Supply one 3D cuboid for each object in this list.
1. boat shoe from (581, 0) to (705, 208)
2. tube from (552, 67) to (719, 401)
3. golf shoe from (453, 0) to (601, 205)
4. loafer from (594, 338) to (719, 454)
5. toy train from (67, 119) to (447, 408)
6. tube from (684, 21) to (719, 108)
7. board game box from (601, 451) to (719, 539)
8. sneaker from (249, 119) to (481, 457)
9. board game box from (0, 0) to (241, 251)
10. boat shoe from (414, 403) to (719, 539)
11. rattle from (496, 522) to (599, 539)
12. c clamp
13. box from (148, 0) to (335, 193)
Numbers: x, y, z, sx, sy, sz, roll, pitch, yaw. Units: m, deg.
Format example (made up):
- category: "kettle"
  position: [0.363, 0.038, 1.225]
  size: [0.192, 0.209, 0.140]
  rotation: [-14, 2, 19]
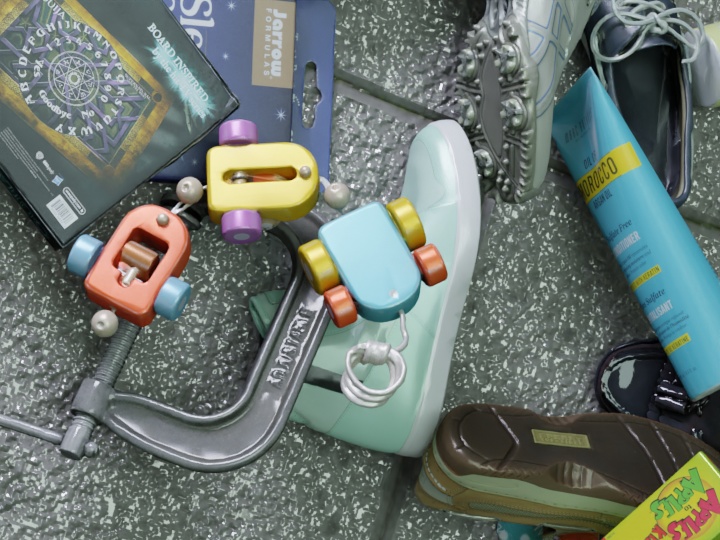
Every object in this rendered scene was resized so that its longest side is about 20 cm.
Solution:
- category: "boat shoe"
  position: [0.170, -0.133, 1.598]
  size: [0.075, 0.062, 0.201]
  rotation: [-1, 89, -21]
- category: "tube"
  position: [0.172, -0.021, 1.557]
  size: [0.050, 0.077, 0.201]
  rotation: [-23, 79, -31]
- category: "golf shoe"
  position: [0.108, -0.140, 1.538]
  size: [0.097, 0.078, 0.201]
  rotation: [-6, 99, -31]
- category: "loafer"
  position: [0.239, 0.089, 1.579]
  size: [0.199, 0.063, 0.072]
  rotation: [19, 92, 5]
- category: "toy train"
  position: [-0.053, 0.003, 1.455]
  size: [0.199, 0.056, 0.151]
  rotation: [22, 70, 9]
- category: "tube"
  position: [0.296, -0.146, 1.657]
  size: [0.199, 0.052, 0.058]
  rotation: [-16, 126, -25]
- category: "board game box"
  position: [0.209, 0.186, 1.529]
  size: [0.102, 0.048, 0.200]
  rotation: [-42, 145, 6]
- category: "sneaker"
  position: [0.000, 0.000, 1.524]
  size: [0.118, 0.074, 0.201]
  rotation: [12, 82, -16]
- category: "board game box"
  position: [-0.177, -0.131, 1.455]
  size: [0.135, 0.028, 0.200]
  rotation: [-39, 98, -15]
- category: "boat shoe"
  position: [0.127, 0.127, 1.542]
  size: [0.199, 0.076, 0.072]
  rotation: [13, 44, -17]
- category: "rattle"
  position: [0.136, 0.232, 1.534]
  size: [0.129, 0.143, 0.201]
  rotation: [9, 91, -1]
- category: "c clamp"
  position: [-0.106, 0.030, 1.479]
  size: [0.170, 0.027, 0.201]
  rotation: [24, 68, 14]
- category: "box"
  position: [-0.105, -0.111, 1.512]
  size: [0.199, 0.032, 0.122]
  rotation: [3, 86, -21]
